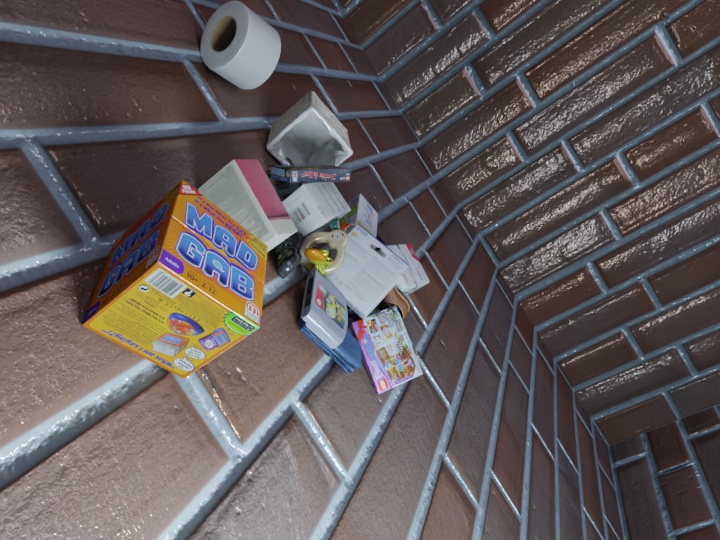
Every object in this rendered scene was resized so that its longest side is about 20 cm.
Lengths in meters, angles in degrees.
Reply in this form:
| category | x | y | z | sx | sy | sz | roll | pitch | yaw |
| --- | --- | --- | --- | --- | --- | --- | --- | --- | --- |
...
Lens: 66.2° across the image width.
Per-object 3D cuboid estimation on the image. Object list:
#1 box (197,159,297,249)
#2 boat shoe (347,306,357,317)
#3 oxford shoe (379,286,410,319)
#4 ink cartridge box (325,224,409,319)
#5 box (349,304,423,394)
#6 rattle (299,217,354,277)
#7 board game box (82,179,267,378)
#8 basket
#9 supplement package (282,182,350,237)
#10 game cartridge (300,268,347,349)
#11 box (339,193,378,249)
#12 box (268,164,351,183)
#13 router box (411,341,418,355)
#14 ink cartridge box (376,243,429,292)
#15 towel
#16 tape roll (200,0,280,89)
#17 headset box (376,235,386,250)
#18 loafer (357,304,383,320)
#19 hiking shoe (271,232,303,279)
| category | x | y | z | sx | sy | sz | roll | pitch | yaw |
| --- | --- | --- | --- | --- | --- | --- | --- | --- | --- |
| box | -0.261 | -0.141 | 1.287 | 0.202 | 0.127 | 0.109 | 60 | 24 | 2 |
| boat shoe | -0.039 | 0.030 | 1.557 | 0.069 | 0.083 | 0.202 | 61 | 6 | -68 |
| oxford shoe | 0.064 | 0.064 | 1.586 | 0.200 | 0.071 | 0.071 | 41 | 35 | -8 |
| ink cartridge box | 0.000 | 0.000 | 1.516 | 0.196 | 0.043 | 0.200 | 39 | 63 | 13 |
| box | 0.069 | 0.212 | 1.489 | 0.039 | 0.135 | 0.203 | 143 | -73 | -73 |
| rattle | -0.085 | -0.094 | 1.458 | 0.129 | 0.200 | 0.144 | 28 | -24 | 31 |
| board game box | -0.302 | 0.020 | 0.938 | 0.200 | 0.199 | 0.202 | 40 | 30 | -34 |
| basket | -0.158 | -0.405 | 1.711 | 0.198 | 0.199 | 0.162 | 43 | 23 | -31 |
| supplement package | -0.133 | -0.176 | 1.584 | 0.118 | 0.116 | 0.200 | 56 | 24 | 0 |
| game cartridge | -0.084 | 0.094 | 1.359 | 0.133 | 0.041 | 0.201 | 49 | 21 | -26 |
| box | -0.019 | -0.133 | 1.757 | 0.101 | 0.112 | 0.201 | 47 | 27 | -27 |
| box | -0.144 | -0.278 | 1.577 | 0.198 | 0.136 | 0.038 | -8 | 108 | -34 |
| router box | 0.084 | 0.221 | 1.609 | 0.151 | 0.062 | 0.200 | 58 | 24 | 1 |
| ink cartridge box | 0.120 | 0.000 | 1.726 | 0.199 | 0.083 | 0.147 | -9 | 71 | -62 |
| towel | -0.076 | 0.166 | 1.385 | 0.200 | 0.048 | 0.112 | 45 | 24 | -26 |
| tape roll | -0.351 | -0.657 | 1.617 | 0.139 | 0.201 | 0.205 | 18 | 46 | -56 |
| headset box | 0.062 | -0.023 | 1.829 | 0.200 | 0.075 | 0.150 | 46 | 28 | -26 |
| loafer | 0.057 | 0.117 | 1.652 | 0.200 | 0.069 | 0.071 | -32 | 133 | -61 |
| hiking shoe | -0.203 | -0.057 | 1.387 | 0.100 | 0.076 | 0.201 | 38 | 21 | -22 |
